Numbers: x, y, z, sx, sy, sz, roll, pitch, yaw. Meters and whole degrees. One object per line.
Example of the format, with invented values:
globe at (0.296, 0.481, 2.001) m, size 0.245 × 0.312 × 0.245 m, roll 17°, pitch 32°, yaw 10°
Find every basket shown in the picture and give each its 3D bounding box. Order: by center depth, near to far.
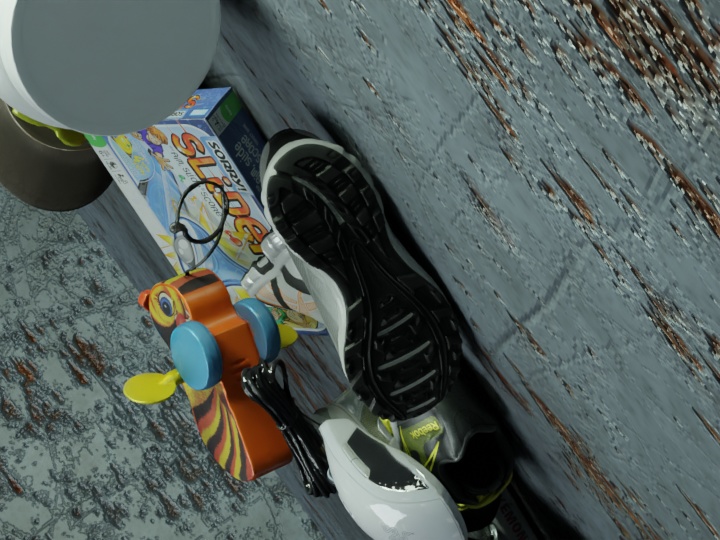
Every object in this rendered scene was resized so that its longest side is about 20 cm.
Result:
basket at (-0.244, -0.141, 2.045) m, size 0.200 × 0.135 × 0.181 m, roll 173°, pitch 79°, yaw -76°

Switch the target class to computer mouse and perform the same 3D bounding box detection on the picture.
computer mouse at (-0.005, 0.133, 1.639) m, size 0.200 × 0.044 × 0.110 m, roll 29°, pitch 149°, yaw 52°

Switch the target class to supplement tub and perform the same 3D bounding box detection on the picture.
supplement tub at (-0.171, -0.165, 1.460) m, size 0.146 × 0.145 × 0.200 m, roll 58°, pitch 171°, yaw -31°

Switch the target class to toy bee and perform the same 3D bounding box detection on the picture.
toy bee at (-0.103, 0.041, 1.747) m, size 0.108 × 0.130 × 0.202 m, roll 4°, pitch 90°, yaw 56°

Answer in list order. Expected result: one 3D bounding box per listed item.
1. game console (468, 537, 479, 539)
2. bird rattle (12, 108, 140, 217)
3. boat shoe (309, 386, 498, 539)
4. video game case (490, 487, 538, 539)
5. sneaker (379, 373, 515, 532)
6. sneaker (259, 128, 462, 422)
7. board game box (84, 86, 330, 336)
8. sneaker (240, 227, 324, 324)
game console at (0.117, 0.244, 1.693) m, size 0.199 × 0.031 × 0.177 m, roll 12°, pitch 146°, yaw 38°
bird rattle at (-0.148, -0.093, 1.833) m, size 0.200 × 0.113 × 0.163 m, roll 52°, pitch 156°, yaw -14°
boat shoe at (0.049, 0.163, 1.778) m, size 0.202 × 0.065 × 0.075 m, roll 46°, pitch 152°, yaw 13°
video game case at (0.052, 0.115, 1.825) m, size 0.183 × 0.023 × 0.200 m, roll 59°, pitch 172°, yaw -34°
sneaker at (0.061, 0.128, 1.633) m, size 0.085 × 0.074 × 0.200 m, roll 47°, pitch 170°, yaw 33°
sneaker at (0.000, 0.000, 1.487) m, size 0.201 × 0.074 × 0.079 m, roll 64°, pitch 178°, yaw -25°
board game box at (-0.095, -0.039, 1.763) m, size 0.135 × 0.035 × 0.201 m, roll 1°, pitch 133°, yaw 44°
sneaker at (-0.026, 0.008, 1.627) m, size 0.080 × 0.074 × 0.200 m, roll 51°, pitch 172°, yaw 3°
